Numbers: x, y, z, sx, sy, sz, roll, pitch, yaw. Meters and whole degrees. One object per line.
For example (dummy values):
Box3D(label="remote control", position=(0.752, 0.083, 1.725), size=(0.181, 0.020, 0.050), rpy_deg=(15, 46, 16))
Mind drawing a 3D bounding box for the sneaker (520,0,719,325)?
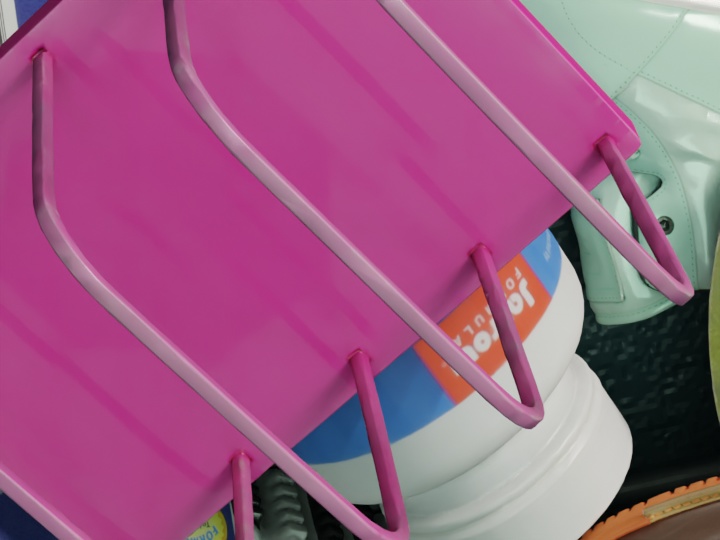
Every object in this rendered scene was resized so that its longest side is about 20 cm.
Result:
Box3D(label="sneaker", position=(0.063, -0.044, 0.754), size=(0.200, 0.074, 0.119), rpy_deg=(7, 91, -9))

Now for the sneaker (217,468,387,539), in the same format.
Box3D(label="sneaker", position=(0.016, 0.132, 0.783), size=(0.199, 0.075, 0.081), rpy_deg=(27, 104, -8))

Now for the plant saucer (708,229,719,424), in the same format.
Box3D(label="plant saucer", position=(0.200, 0.019, 0.758), size=(0.199, 0.031, 0.201), rpy_deg=(1, 88, -32))

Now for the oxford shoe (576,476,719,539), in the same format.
Box3D(label="oxford shoe", position=(0.073, 0.139, 0.715), size=(0.200, 0.073, 0.071), rpy_deg=(-41, 114, 15))

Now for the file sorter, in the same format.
Box3D(label="file sorter", position=(-0.037, 0.005, 0.581), size=(0.200, 0.126, 0.139), rpy_deg=(-41, 112, 13))

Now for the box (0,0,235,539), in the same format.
Box3D(label="box", position=(-0.102, 0.003, 0.710), size=(0.121, 0.032, 0.201), rpy_deg=(-2, 80, -47))

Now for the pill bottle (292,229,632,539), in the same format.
Box3D(label="pill bottle", position=(0.000, 0.000, 0.713), size=(0.112, 0.112, 0.200), rpy_deg=(-38, 113, 0))
